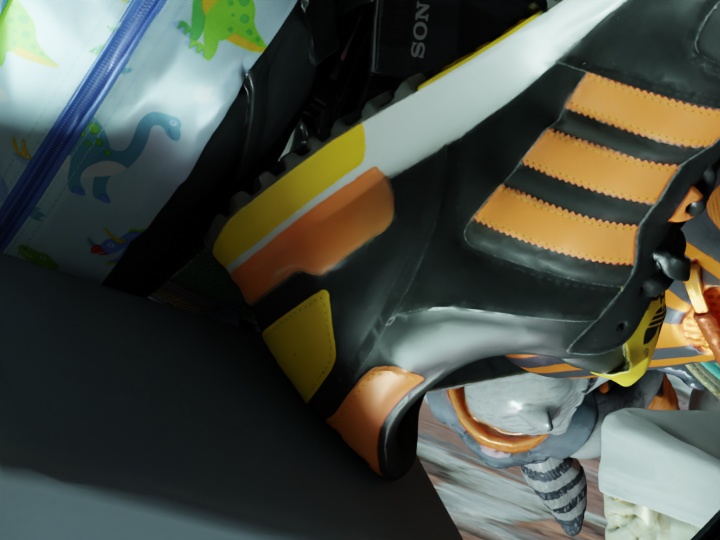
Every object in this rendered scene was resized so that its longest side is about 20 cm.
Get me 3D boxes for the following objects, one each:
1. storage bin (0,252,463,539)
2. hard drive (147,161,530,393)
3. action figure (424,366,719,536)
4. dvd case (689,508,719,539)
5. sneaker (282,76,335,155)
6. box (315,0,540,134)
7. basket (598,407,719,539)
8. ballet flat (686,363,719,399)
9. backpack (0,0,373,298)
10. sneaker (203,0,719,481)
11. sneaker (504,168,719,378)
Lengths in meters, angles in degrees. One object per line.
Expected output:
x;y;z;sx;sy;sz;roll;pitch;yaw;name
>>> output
-0.078;0.072;0.697;0.199;0.135;0.146;20;-151;-41;storage bin
0.000;0.000;0.882;0.199;0.038;0.139;-8;-159;-37;hard drive
0.096;0.054;1.107;0.199;0.105;0.193;16;176;18;action figure
0.155;0.114;0.877;0.143;0.200;0.018;38;-170;-33;dvd case
-0.076;-0.060;0.975;0.199;0.074;0.079;20;-170;-15;sneaker
0.090;-0.035;0.791;0.199;0.036;0.143;10;165;-5;box
0.195;0.122;1.004;0.199;0.124;0.135;2;-172;-25;basket
0.205;0.040;0.960;0.199;0.071;0.065;15;173;28;ballet flat
-0.064;-0.069;0.707;0.154;0.163;0.200;45;151;-16;backpack
0.063;-0.023;0.666;0.199;0.090;0.070;-30;179;19;sneaker
0.117;0.005;0.681;0.199;0.113;0.078;-22;131;24;sneaker
